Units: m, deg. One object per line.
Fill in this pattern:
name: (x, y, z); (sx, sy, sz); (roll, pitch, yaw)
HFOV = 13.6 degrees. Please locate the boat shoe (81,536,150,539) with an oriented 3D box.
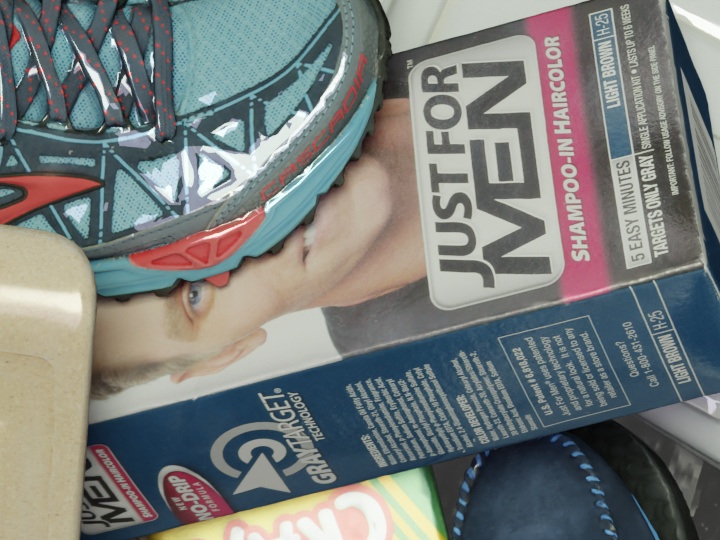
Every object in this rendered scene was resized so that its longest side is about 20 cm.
boat shoe: (-0.147, 0.130, 0.870); (0.199, 0.068, 0.075); (-29, 78, 19)

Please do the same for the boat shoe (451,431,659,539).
boat shoe: (0.055, 0.130, 0.815); (0.084, 0.069, 0.201); (-22, 57, 21)

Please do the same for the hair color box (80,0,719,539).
hair color box: (0.000, 0.000, 0.825); (0.199, 0.061, 0.100); (-15, 52, 13)

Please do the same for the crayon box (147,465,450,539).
crayon box: (-0.025, 0.126, 0.903); (0.126, 0.051, 0.201); (-15, 86, 1)

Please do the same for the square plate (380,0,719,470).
square plate: (0.092, -0.048, 0.872); (0.199, 0.028, 0.199); (29, 115, 11)

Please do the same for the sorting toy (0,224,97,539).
sorting toy: (-0.164, 0.075, 0.786); (0.184, 0.036, 0.201); (7, 108, 3)

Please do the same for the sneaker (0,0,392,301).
sneaker: (-0.089, -0.037, 0.785); (0.199, 0.096, 0.080); (-22, 54, 3)

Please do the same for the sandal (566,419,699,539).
sandal: (0.090, 0.126, 0.871); (0.075, 0.048, 0.201); (-39, 51, 14)
